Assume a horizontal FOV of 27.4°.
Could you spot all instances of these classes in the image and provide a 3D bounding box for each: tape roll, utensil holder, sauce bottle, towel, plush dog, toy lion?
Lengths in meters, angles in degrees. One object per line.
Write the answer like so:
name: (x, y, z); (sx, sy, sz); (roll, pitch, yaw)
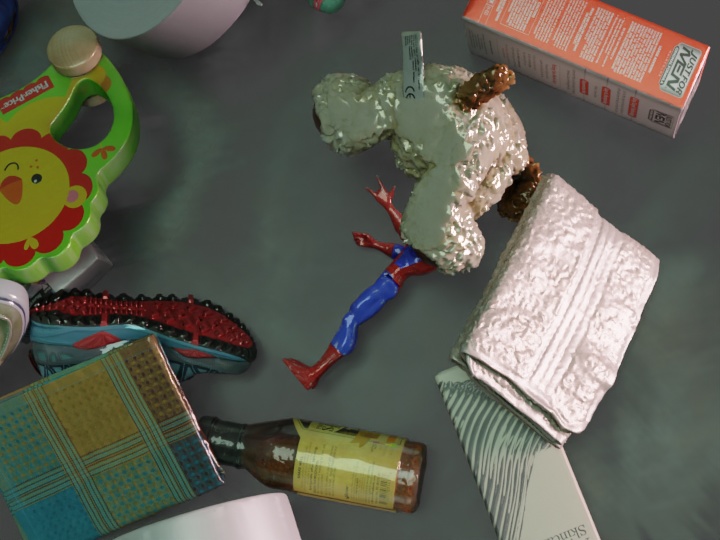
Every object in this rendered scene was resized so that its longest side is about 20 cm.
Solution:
tape roll: (-0.169, -0.291, 1.292); (0.199, 0.066, 0.203); (-11, 73, 39)
utensil holder: (-0.109, 0.299, 1.191); (0.168, 0.170, 0.202); (-18, 77, 5)
sauce bottle: (-0.044, 0.159, 1.252); (0.198, 0.066, 0.067); (10, 83, 8)
towel: (-0.228, 0.153, 1.263); (0.198, 0.022, 0.148); (-23, 97, 17)
plush dog: (0.079, -0.117, 1.224); (0.160, 0.172, 0.200); (-43, 82, 20)
toy lion: (-0.276, -0.089, 1.264); (0.199, 0.069, 0.192); (-30, 63, -6)
towel: (0.162, 0.031, 1.200); (0.132, 0.034, 0.201); (37, 63, -17)

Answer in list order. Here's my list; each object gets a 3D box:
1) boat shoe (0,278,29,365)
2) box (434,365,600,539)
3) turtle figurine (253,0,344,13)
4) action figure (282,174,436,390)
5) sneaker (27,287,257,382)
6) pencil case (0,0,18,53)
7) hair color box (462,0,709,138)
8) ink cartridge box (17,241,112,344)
boat shoe: (-0.340, 0.083, 1.264); (0.071, 0.200, 0.062); (19, 44, -27)
box: (0.134, 0.167, 1.223); (0.081, 0.068, 0.202); (-23, 78, 3)
turtle figurine: (-0.063, -0.292, 1.305); (0.149, 0.100, 0.201); (-36, 68, 17)
action figure: (0.000, 0.000, 1.269); (0.200, 0.065, 0.099); (-41, 87, 1)
sneaker: (-0.191, 0.074, 1.295); (0.198, 0.080, 0.096); (8, 118, -2)
pencil case: (-0.419, -0.251, 1.363); (0.198, 0.078, 0.087); (18, 56, 11)
hair color box: (0.190, -0.188, 1.253); (0.198, 0.102, 0.062); (25, 86, 10)
ink cartridge box: (-0.329, -0.045, 1.333); (0.109, 0.050, 0.200); (-41, 79, 1)
